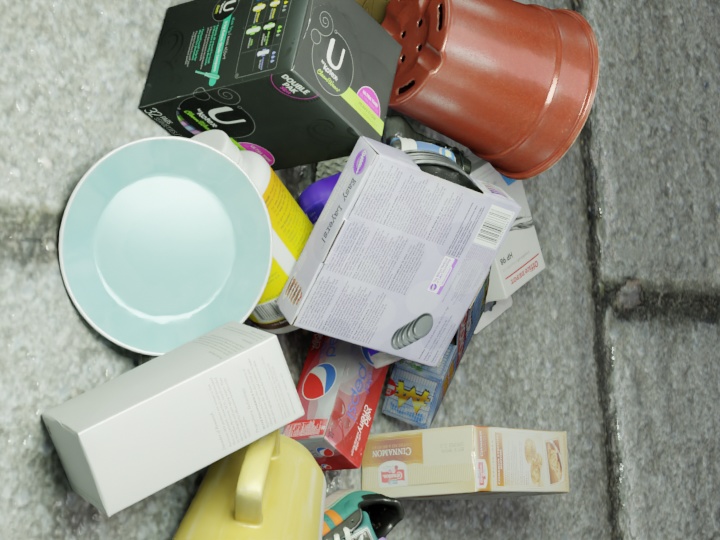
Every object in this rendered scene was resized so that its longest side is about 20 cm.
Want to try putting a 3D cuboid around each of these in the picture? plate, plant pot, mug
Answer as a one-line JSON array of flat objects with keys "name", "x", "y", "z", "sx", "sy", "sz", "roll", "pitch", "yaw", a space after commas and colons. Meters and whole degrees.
[{"name": "plate", "x": -0.179, "y": -0.022, "z": 1.521, "sx": 0.198, "sy": 0.026, "sz": 0.203, "roll": -1, "pitch": 92, "yaw": -15}, {"name": "plant pot", "x": 0.126, "y": -0.225, "z": 1.824, "sx": 0.194, "sy": 0.200, "sz": 0.203, "roll": 17, "pitch": 68, "yaw": -33}, {"name": "mug", "x": -0.088, "y": 0.230, "z": 1.554, "sx": 0.149, "sy": 0.186, "sz": 0.154, "roll": 33, "pitch": 46, "yaw": -19}]

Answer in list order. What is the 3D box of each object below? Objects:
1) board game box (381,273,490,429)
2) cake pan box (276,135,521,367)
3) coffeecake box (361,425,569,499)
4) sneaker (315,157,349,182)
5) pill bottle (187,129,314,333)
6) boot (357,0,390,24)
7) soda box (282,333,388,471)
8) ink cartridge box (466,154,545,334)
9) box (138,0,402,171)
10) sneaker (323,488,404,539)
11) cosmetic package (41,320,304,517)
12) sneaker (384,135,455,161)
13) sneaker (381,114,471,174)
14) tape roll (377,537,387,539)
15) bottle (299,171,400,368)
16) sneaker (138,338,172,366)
[{"name": "board game box", "x": 0.087, "y": 0.062, "z": 1.843, "sx": 0.201, "sy": 0.061, "sz": 0.201, "roll": 92, "pitch": 20, "yaw": -58}, {"name": "cake pan box", "x": 0.039, "y": -0.017, "z": 1.603, "sx": 0.183, "sy": 0.052, "sz": 0.201, "roll": 15, "pitch": 110, "yaw": -34}, {"name": "coffeecake box", "x": 0.118, "y": 0.217, "z": 1.846, "sx": 0.199, "sy": 0.152, "sz": 0.074, "roll": 10, "pitch": 74, "yaw": -53}, {"name": "sneaker", "x": -0.009, "y": -0.140, "z": 1.815, "sx": 0.099, "sy": 0.069, "sz": 0.202, "roll": -28, "pitch": 108, "yaw": -58}, {"name": "pill bottle", "x": -0.110, "y": -0.040, "z": 1.623, "sx": 0.201, "sy": 0.108, "sz": 0.110, "roll": 54, "pitch": 44, "yaw": -33}, {"name": "boot", "x": 0.068, "y": -0.303, "z": 1.949, "sx": 0.200, "sy": 0.071, "sz": 0.156, "roll": 52, "pitch": 46, "yaw": -40}, {"name": "soda box", "x": -0.017, "y": 0.110, "z": 1.758, "sx": 0.070, "sy": 0.063, "sz": 0.202, "roll": 45, "pitch": 50, "yaw": -38}, {"name": "ink cartridge box", "x": 0.162, "y": -0.036, "z": 2.028, "sx": 0.116, "sy": 0.066, "sz": 0.202, "roll": -33, "pitch": 110, "yaw": -52}, {"name": "box", "x": -0.086, "y": -0.188, "z": 1.606, "sx": 0.148, "sy": 0.198, "sz": 0.126, "roll": 38, "pitch": 54, "yaw": -43}, {"name": "sneaker", "x": -0.027, "y": 0.282, "z": 1.695, "sx": 0.200, "sy": 0.079, "sz": 0.072, "roll": -39, "pitch": 115, "yaw": -49}, {"name": "cosmetic package", "x": -0.165, "y": 0.125, "z": 1.453, "sx": 0.199, "sy": 0.107, "sz": 0.086, "roll": -27, "pitch": 108, "yaw": -21}, {"name": "sneaker", "x": 0.054, "y": -0.061, "z": 1.810, "sx": 0.201, "sy": 0.076, "sz": 0.076, "roll": 102, "pitch": -12, "yaw": -50}, {"name": "sneaker", "x": 0.076, "y": -0.124, "z": 1.871, "sx": 0.200, "sy": 0.090, "sz": 0.077, "roll": 44, "pitch": 47, "yaw": -64}, {"name": "tape roll", "x": -0.014, "y": 0.359, "z": 1.607, "sx": 0.065, "sy": 0.201, "sz": 0.200, "roll": 36, "pitch": 40, "yaw": 10}, {"name": "bottle", "x": 0.000, "y": 0.000, "z": 1.715, "sx": 0.065, "sy": 0.084, "sz": 0.202, "roll": -20, "pitch": 84, "yaw": -19}, {"name": "sneaker", "x": -0.142, "y": 0.092, "z": 1.589, "sx": 0.199, "sy": 0.066, "sz": 0.092, "roll": -3, "pitch": 88, "yaw": -52}]
